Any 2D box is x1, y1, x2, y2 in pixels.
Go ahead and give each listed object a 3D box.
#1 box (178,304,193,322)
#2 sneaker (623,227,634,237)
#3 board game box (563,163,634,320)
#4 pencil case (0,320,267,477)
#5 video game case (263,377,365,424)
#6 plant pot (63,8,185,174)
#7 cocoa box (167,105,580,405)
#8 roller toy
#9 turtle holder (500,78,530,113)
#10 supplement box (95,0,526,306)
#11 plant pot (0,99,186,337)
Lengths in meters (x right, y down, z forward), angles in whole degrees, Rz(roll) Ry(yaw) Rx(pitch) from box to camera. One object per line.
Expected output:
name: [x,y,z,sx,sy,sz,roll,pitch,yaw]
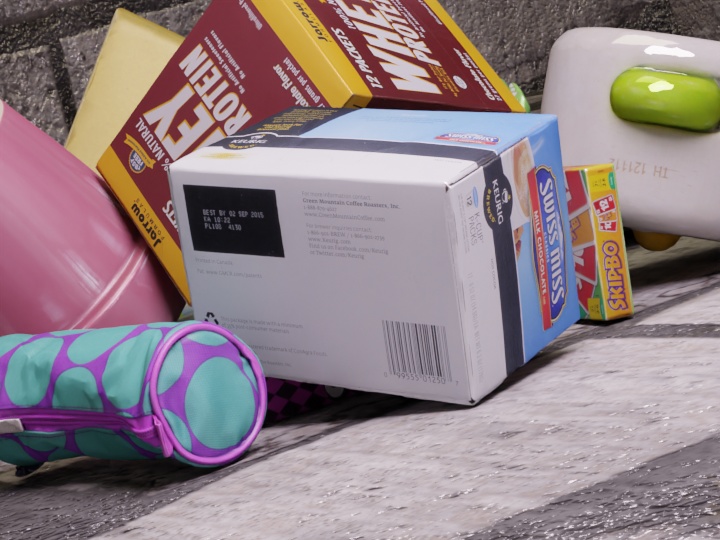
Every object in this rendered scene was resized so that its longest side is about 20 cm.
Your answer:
box: [-0.163,0.055,1.654,0.121,0.048,0.199,-7,9,44]
sneaker: [0.211,-0.072,1.748,0.077,0.086,0.200,-11,8,27]
board game box: [0.118,-0.019,1.441,0.030,0.097,0.200,-10,4,-19]
pencil case: [-0.148,0.075,1.278,0.199,0.086,0.092,-6,20,46]
video game case: [-0.034,0.049,1.406,0.198,0.036,0.181,-17,14,-19]
plant pot: [-0.141,-0.082,1.889,0.198,0.196,0.196,19,-10,5]
cocoa box: [0.010,-0.016,1.281,0.199,0.135,0.131,5,22,34]
roller toy: [0.212,-0.083,1.483,0.199,0.141,0.182,7,3,-36]
turtle holder: [0.102,-0.071,1.867,0.131,0.142,0.186,-27,41,-1]
supplement box: [-0.034,-0.090,1.496,0.199,0.133,0.198,0,-43,-52]
plant pot: [-0.244,-0.013,1.510,0.199,0.179,0.201,-29,28,17]
